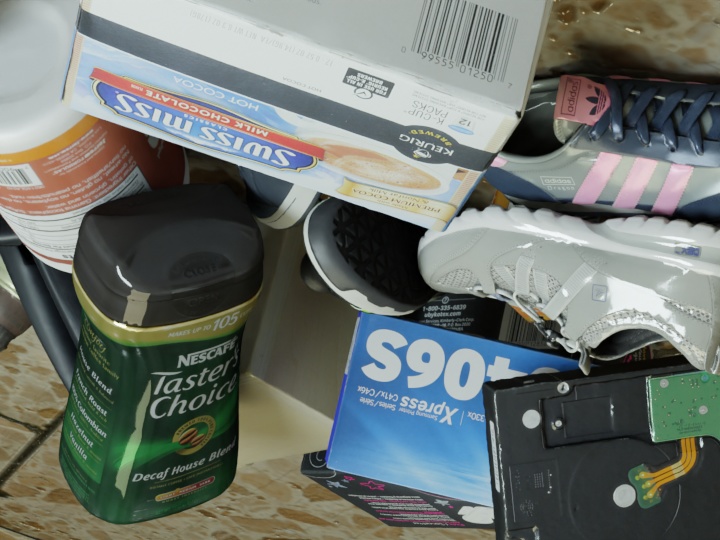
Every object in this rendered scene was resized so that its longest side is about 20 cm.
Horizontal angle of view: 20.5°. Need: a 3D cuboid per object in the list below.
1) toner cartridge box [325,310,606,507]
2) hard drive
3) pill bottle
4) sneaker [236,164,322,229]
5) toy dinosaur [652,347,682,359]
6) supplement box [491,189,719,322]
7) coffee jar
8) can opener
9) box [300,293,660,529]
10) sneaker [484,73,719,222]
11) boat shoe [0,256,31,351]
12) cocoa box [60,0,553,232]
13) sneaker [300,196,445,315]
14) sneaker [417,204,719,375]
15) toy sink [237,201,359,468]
[{"bbox_3d":[0.086,0.090,1.159,0.199,0.096,0.043,13,-179,-1],"label":"toner cartridge box"},{"bbox_3d":[0.172,0.119,1.117,0.199,0.141,0.038,-8,-173,-8],"label":"hard drive"},{"bbox_3d":[-0.163,-0.069,1.133,0.111,0.113,0.200,6,154,18],"label":"pill bottle"},{"bbox_3d":[-0.071,-0.096,1.071,0.146,0.077,0.202,24,158,-8],"label":"sneaker"},{"bbox_3d":[0.206,0.025,1.167,0.199,0.059,0.101,-4,164,-19],"label":"toy dinosaur"},{"bbox_3d":[0.164,-0.019,1.109,0.199,0.069,0.066,-6,145,42],"label":"supplement box"},{"bbox_3d":[-0.113,0.046,1.126,0.104,0.085,0.201,-15,136,-27],"label":"coffee jar"},{"bbox_3d":[-0.200,0.003,1.246,0.063,0.078,0.201,-31,84,53],"label":"can opener"},{"bbox_3d":[0.082,0.092,1.301,0.199,0.133,0.115,-4,152,35],"label":"box"},{"bbox_3d":[0.140,-0.069,1.013,0.199,0.071,0.082,-4,153,33],"label":"sneaker"},{"bbox_3d":[-0.278,0.017,1.368,0.072,0.066,0.200,49,159,-27],"label":"boat shoe"},{"bbox_3d":[-0.022,-0.126,0.913,0.199,0.134,0.131,18,154,-6],"label":"cocoa box"},{"bbox_3d":[0.000,0.000,1.142,0.082,0.072,0.200,-18,171,21],"label":"sneaker"},{"bbox_3d":[0.109,0.012,1.046,0.199,0.083,0.075,4,174,41],"label":"sneaker"},{"bbox_3d":[-0.077,0.047,1.302,0.112,0.131,0.199,32,149,-32],"label":"toy sink"}]
